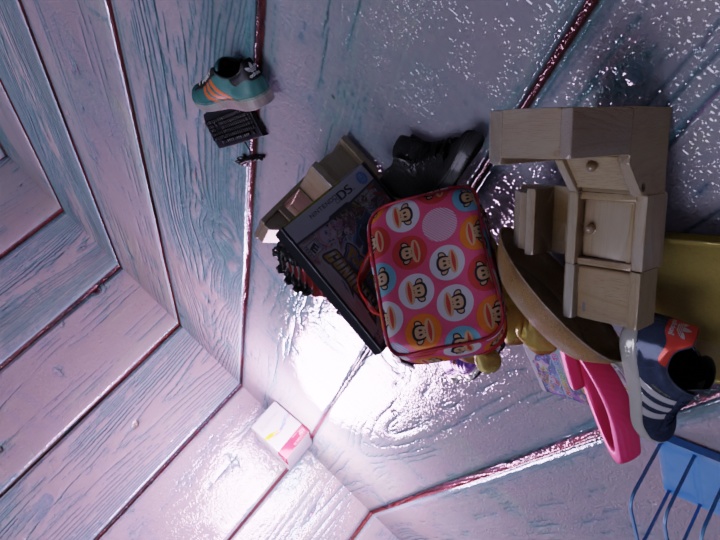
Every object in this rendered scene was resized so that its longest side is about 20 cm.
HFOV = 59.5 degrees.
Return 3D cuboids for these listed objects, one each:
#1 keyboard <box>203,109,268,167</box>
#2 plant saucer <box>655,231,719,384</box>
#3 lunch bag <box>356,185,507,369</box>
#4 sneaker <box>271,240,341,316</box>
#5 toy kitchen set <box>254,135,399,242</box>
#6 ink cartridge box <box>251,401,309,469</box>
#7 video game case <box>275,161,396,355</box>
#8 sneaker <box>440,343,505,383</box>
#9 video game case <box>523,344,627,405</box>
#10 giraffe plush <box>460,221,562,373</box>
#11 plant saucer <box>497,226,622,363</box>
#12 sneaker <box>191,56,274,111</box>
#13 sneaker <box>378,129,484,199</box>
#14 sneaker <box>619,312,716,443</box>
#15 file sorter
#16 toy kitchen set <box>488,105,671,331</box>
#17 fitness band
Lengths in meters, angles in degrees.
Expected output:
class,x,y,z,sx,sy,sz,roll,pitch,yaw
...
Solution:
class,x,y,z,sx,sy,sz,roll,pitch,yaw
keyboard,-0.229,-0.251,1.187,0.198,0.021,0.128,5,133,56
plant saucer,0.368,0.034,0.657,0.198,0.048,0.202,11,138,51
lunch bag,0.080,0.010,0.766,0.172,0.205,0.082,-12,160,15
sneaker,-0.042,-0.002,0.912,0.198,0.097,0.072,26,136,35
toy kitchen set,-0.047,-0.061,1.002,0.181,0.163,0.200,45,155,-2
ink cartridge box,-0.313,0.657,2.514,0.198,0.145,0.147,34,154,21
video game case,0.012,-0.022,0.838,0.201,0.180,0.025,49,144,-3
sneaker,0.175,0.141,1.082,0.084,0.080,0.200,49,156,3
video game case,0.332,0.148,0.917,0.198,0.018,0.145,12,139,51
giraffe plush,0.172,0.060,0.849,0.171,0.162,0.203,22,143,44
plant saucer,0.222,0.034,0.732,0.200,0.200,0.035,45,115,1
sneaker,-0.220,-0.312,1.033,0.197,0.071,0.081,13,136,42
sneaker,0.082,-0.141,0.823,0.104,0.060,0.200,39,157,5
sneaker,0.346,0.129,0.694,0.083,0.076,0.202,8,141,41
file sorter,0.484,0.342,0.848,0.198,0.123,0.140,16,143,45
toy kitchen set,0.173,-0.048,0.600,0.161,0.178,0.206,12,108,48
fitness band,0.309,0.162,0.816,0.145,0.037,0.202,-108,-9,-49
